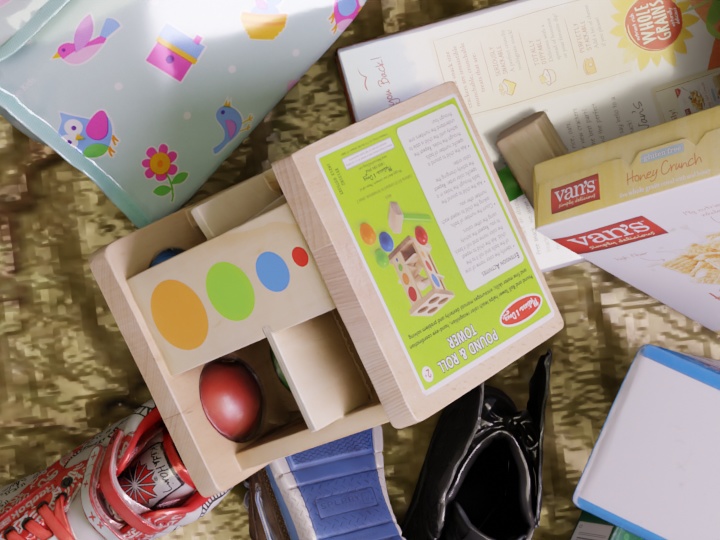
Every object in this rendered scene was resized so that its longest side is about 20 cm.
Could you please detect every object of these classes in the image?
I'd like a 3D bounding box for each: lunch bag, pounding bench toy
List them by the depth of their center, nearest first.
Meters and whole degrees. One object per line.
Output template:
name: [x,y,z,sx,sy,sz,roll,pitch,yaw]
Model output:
pounding bench toy: [0.000,0.000,1.065,0.156,0.200,0.125,-23,94,41]
lunch bag: [-0.122,-0.145,1.076,0.170,0.122,0.200,-46,114,1]

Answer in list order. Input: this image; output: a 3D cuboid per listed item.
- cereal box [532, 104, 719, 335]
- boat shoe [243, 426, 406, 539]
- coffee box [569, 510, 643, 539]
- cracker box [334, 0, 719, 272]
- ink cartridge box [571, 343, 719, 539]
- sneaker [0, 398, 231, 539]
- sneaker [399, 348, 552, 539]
cereal box: [0.193,-0.020,1.065,0.143,0.200,0.040,-17,62,36]
boat shoe: [-0.028,0.111,1.139,0.072,0.072,0.201,-3,68,-32]
coffee box: [0.122,0.232,1.119,0.123,0.044,0.201,31,76,-25]
cracker box: [0.098,-0.073,1.139,0.199,0.058,0.135,-15,97,-1]
ink cartridge box: [0.201,0.102,1.073,0.145,0.200,0.085,24,94,19]
sneaker: [-0.142,0.121,1.095,0.201,0.108,0.067,-32,88,-20]
sneaker: [0.052,0.128,1.134,0.060,0.104,0.201,14,95,-6]
